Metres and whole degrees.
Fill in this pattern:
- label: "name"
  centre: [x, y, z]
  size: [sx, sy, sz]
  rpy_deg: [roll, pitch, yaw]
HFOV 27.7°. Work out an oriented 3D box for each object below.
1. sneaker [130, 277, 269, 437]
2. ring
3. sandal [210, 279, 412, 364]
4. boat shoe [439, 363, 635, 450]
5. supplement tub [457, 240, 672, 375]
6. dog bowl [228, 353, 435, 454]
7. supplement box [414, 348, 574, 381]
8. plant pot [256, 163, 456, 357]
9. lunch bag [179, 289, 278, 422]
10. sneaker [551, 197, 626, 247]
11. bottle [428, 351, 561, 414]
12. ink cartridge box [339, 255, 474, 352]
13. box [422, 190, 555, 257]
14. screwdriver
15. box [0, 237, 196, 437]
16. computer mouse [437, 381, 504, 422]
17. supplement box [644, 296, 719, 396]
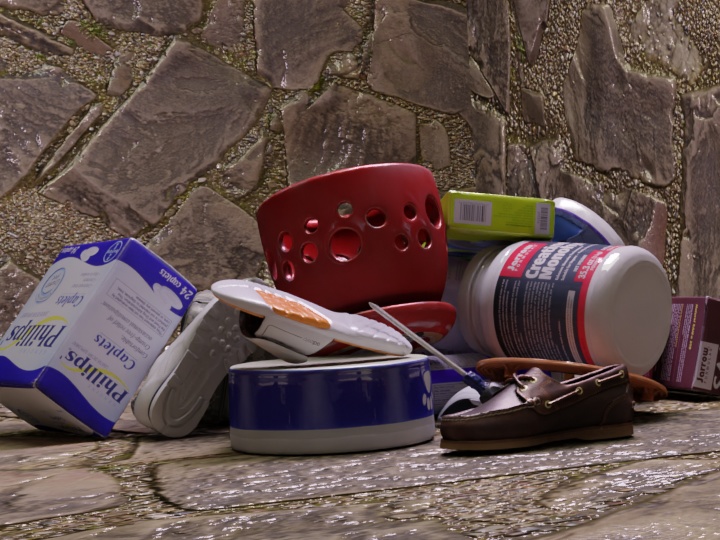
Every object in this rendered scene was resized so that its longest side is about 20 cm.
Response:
- label: "sneaker"
  centre: [-0.174, 0.084, 1.571]
  size: [0.076, 0.200, 0.080]
  rpy_deg: [48, -18, -26]
- label: "ring"
  centre: [0.218, 0.120, 1.519]
  size: [0.200, 0.019, 0.200]
  rpy_deg: [9, -13, 2]
- label: "sandal"
  centre: [-0.050, 0.065, 1.396]
  size: [0.206, 0.059, 0.079]
  rpy_deg: [18, 11, -17]
- label: "boat shoe"
  centre: [0.159, 0.122, 1.318]
  size: [0.199, 0.071, 0.070]
  rpy_deg: [-5, 4, -28]
- label: "supplement tub"
  centre: [0.217, 0.040, 1.562]
  size: [0.200, 0.141, 0.140]
  rpy_deg: [5, 5, 44]
- label: "dog bowl"
  centre: [-0.028, 0.127, 1.419]
  size: [0.199, 0.079, 0.200]
  rpy_deg: [-3, -1, 0]
- label: "supplement box"
  centre: [0.160, 0.119, 1.781]
  size: [0.199, 0.074, 0.126]
  rpy_deg: [-4, -1, 8]
- label: "plant pot"
  centre: [0.000, 0.000, 1.569]
  size: [0.200, 0.183, 0.200]
  rpy_deg: [-11, -14, -3]
- label: "lunch bag"
  centre: [-0.123, 0.103, 1.699]
  size: [0.167, 0.140, 0.200]
  rpy_deg: [6, 3, 0]
- label: "sneaker"
  centre: [0.246, 0.028, 1.678]
  size: [0.146, 0.200, 0.081]
  rpy_deg: [-37, -6, -25]
- label: "bottle"
  centre: [0.130, 0.126, 1.652]
  size: [0.199, 0.066, 0.083]
  rpy_deg: [-3, 5, -23]
- label: "ink cartridge box"
  centre: [0.048, 0.021, 1.752]
  size: [0.199, 0.088, 0.145]
  rpy_deg: [8, 21, 3]
- label: "box"
  centre: [0.141, -0.048, 1.680]
  size: [0.121, 0.048, 0.200]
  rpy_deg: [5, -9, -6]
- label: "screwdriver"
  centre: [0.086, 0.092, 1.396]
  size: [0.200, 0.028, 0.029]
  rpy_deg: [34, 34, 5]
- label: "box"
  centre: [-0.311, 0.074, 1.640]
  size: [0.105, 0.200, 0.184]
  rpy_deg: [41, -24, -26]
- label: "computer mouse"
  centre: [0.161, 0.135, 1.470]
  size: [0.200, 0.044, 0.109]
  rpy_deg: [-3, 1, 40]
- label: "supplement box"
  centre: [0.372, 0.088, 1.725]
  size: [0.061, 0.109, 0.200]
  rpy_deg: [12, -4, -17]
